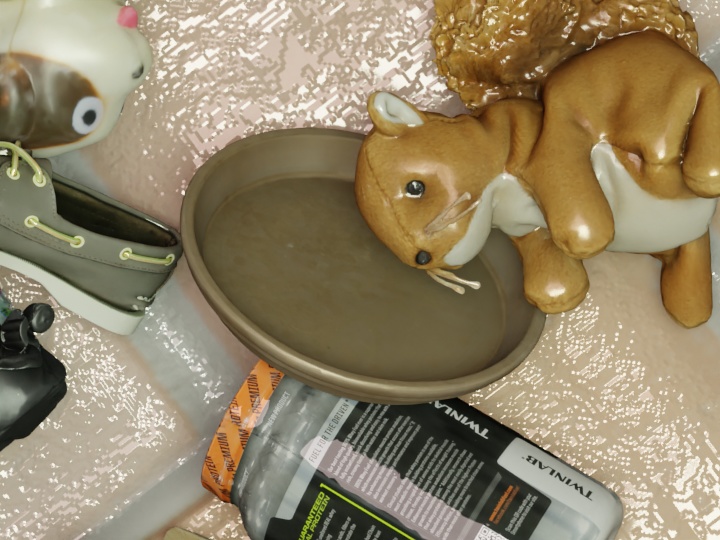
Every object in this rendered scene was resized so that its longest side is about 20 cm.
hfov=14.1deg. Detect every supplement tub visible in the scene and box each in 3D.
[{"bbox_3d":[0.025,0.121,1.504,0.199,0.123,0.123,31,88,10],"label":"supplement tub"}]

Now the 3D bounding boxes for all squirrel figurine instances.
[{"bbox_3d":[0.087,-0.074,1.509,0.185,0.142,0.201,-4,64,-2],"label":"squirrel figurine"}]

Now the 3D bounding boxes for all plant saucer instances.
[{"bbox_3d":[0.000,0.000,1.512,0.199,0.200,0.030,30,130,11],"label":"plant saucer"}]

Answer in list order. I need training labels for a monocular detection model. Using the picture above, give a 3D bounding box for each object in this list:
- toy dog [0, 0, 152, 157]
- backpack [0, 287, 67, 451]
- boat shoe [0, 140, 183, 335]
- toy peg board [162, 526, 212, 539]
[{"bbox_3d":[-0.186,-0.160,1.565,0.193,0.139,0.201,-25,81,13],"label":"toy dog"},{"bbox_3d":[-0.273,0.037,1.555,0.167,0.127,0.200,-41,83,-15],"label":"backpack"},{"bbox_3d":[-0.179,-0.035,1.529,0.060,0.201,0.072,-50,38,12],"label":"boat shoe"},{"bbox_3d":[-0.100,0.237,1.467,0.200,0.098,0.200,16,84,51],"label":"toy peg board"}]
